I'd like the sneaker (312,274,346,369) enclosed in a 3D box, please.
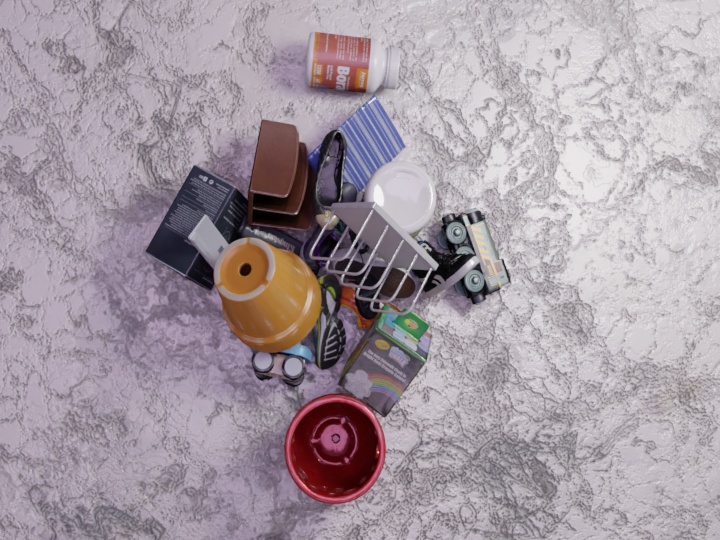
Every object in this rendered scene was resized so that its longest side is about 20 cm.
[{"bbox_3d":[-0.080,0.105,1.740,0.073,0.080,0.206,-8,102,-41],"label":"sneaker"}]

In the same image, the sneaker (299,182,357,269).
[{"bbox_3d":[-0.047,-0.089,1.720,0.074,0.087,0.203,33,78,-28],"label":"sneaker"}]

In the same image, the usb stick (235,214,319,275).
[{"bbox_3d":[-0.165,-0.052,1.732,0.197,0.032,0.056,29,81,-23],"label":"usb stick"}]

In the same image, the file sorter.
[{"bbox_3d":[0.022,-0.019,1.595,0.199,0.137,0.126,41,69,-32],"label":"file sorter"}]

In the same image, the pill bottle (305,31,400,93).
[{"bbox_3d":[-0.017,-0.438,1.772,0.195,0.112,0.115,6,84,-3],"label":"pill bottle"}]

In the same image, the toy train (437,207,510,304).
[{"bbox_3d":[0.240,-0.033,1.771,0.112,0.085,0.204,-18,84,-18],"label":"toy train"}]

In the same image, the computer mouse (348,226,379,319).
[{"bbox_3d":[0.000,0.000,1.685,0.058,0.034,0.205,-16,101,-37],"label":"computer mouse"}]

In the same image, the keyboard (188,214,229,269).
[{"bbox_3d":[-0.279,-0.033,1.645,0.010,0.201,0.057,19,68,27],"label":"keyboard"}]

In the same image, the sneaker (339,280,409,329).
[{"bbox_3d":[0.039,0.101,1.754,0.198,0.073,0.078,33,98,7],"label":"sneaker"}]

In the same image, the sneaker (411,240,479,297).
[{"bbox_3d":[0.156,-0.019,1.701,0.073,0.200,0.113,-34,87,-28],"label":"sneaker"}]

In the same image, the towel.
[{"bbox_3d":[-0.008,-0.251,1.765,0.200,0.024,0.146,-43,124,-8],"label":"towel"}]

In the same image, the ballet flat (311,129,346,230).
[{"bbox_3d":[-0.063,-0.184,1.679,0.065,0.057,0.206,4,83,-6],"label":"ballet flat"}]

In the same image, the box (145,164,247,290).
[{"bbox_3d":[-0.320,-0.083,1.689,0.105,0.149,0.203,26,83,13],"label":"box"}]

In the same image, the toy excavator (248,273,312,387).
[{"bbox_3d":[-0.184,0.120,1.726,0.190,0.100,0.205,12,71,1],"label":"toy excavator"}]

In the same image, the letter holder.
[{"bbox_3d":[-0.149,-0.192,1.701,0.138,0.102,0.204,8,52,-4],"label":"letter holder"}]

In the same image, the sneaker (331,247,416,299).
[{"bbox_3d":[0.028,-0.005,1.758,0.197,0.085,0.074,23,111,-23],"label":"sneaker"}]

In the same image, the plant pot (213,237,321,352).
[{"bbox_3d":[-0.191,0.032,1.604,0.195,0.184,0.205,-5,66,12],"label":"plant pot"}]

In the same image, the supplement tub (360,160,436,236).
[{"bbox_3d":[0.071,-0.130,1.702,0.141,0.200,0.149,1,82,-5],"label":"supplement tub"}]

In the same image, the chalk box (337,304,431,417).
[{"bbox_3d":[0.062,0.162,1.668,0.123,0.124,0.202,34,111,-2],"label":"chalk box"}]

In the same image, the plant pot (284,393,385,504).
[{"bbox_3d":[-0.052,0.345,1.658,0.195,0.183,0.206,0,85,-4],"label":"plant pot"}]
